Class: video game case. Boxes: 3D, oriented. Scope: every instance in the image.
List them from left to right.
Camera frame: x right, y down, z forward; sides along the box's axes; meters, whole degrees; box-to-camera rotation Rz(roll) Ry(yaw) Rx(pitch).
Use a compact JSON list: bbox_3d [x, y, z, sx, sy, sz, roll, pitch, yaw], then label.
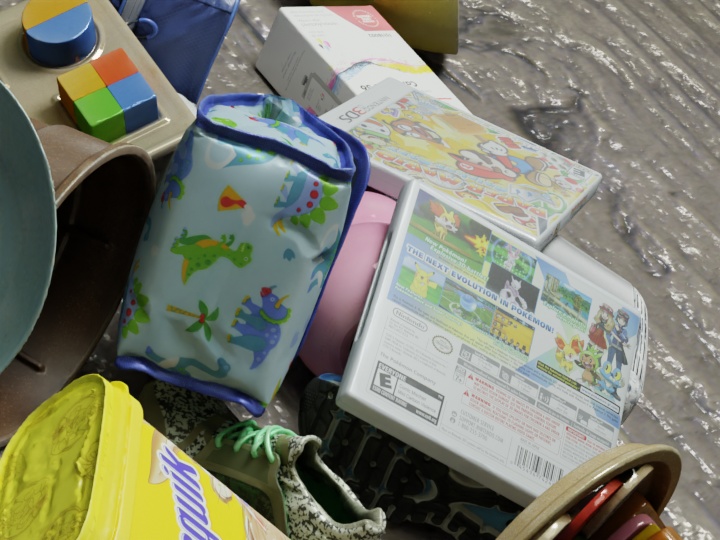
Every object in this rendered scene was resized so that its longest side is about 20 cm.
[{"bbox_3d":[0.072,-0.084,1.283,0.199,0.023,0.182,27,27,13],"label":"video game case"},{"bbox_3d":[0.092,0.057,1.113,0.199,0.022,0.183,29,53,-15],"label":"video game case"}]

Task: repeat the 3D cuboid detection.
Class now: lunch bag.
[{"bbox_3d":[-0.173,-0.232,1.359,0.131,0.136,0.201,20,37,-13],"label":"lunch bag"},{"bbox_3d":[-0.076,-0.021,1.078,0.127,0.171,0.200,20,11,-8],"label":"lunch bag"}]

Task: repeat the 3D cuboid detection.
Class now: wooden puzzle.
[{"bbox_3d":[-0.236,-0.129,1.193,0.184,0.046,0.200,-28,58,-18],"label":"wooden puzzle"}]

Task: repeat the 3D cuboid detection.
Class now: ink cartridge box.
[{"bbox_3d":[0.014,-0.144,1.444,0.116,0.068,0.200,-10,51,-43],"label":"ink cartridge box"}]

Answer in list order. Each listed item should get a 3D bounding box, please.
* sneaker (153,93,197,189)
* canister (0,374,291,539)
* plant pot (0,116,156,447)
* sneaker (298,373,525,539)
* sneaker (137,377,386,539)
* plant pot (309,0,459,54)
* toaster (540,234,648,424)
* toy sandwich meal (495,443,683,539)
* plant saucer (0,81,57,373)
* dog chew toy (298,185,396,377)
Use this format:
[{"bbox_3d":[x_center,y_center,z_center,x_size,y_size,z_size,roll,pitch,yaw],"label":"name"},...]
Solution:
[{"bbox_3d":[-0.130,-0.068,1.244,0.080,0.077,0.201,18,36,-33],"label":"sneaker"},{"bbox_3d":[-0.098,0.169,0.883,0.200,0.086,0.149,44,24,-29],"label":"canister"},{"bbox_3d":[-0.258,-0.027,1.000,0.197,0.201,0.200,27,33,10],"label":"plant pot"},{"bbox_3d":[0.044,0.127,1.130,0.199,0.079,0.090,31,23,-14],"label":"sneaker"},{"bbox_3d":[-0.054,0.120,1.037,0.200,0.089,0.077,40,36,15],"label":"sneaker"},{"bbox_3d":[0.021,-0.303,1.574,0.141,0.201,0.201,-2,37,2],"label":"plant pot"},{"bbox_3d":[0.138,0.055,1.241,0.128,0.114,0.200,28,31,-6],"label":"toaster"},{"bbox_3d":[0.140,0.191,1.012,0.204,0.206,0.070,-13,49,-45],"label":"toy sandwich meal"},{"bbox_3d":[-0.240,-0.021,0.882,0.201,0.201,0.039,41,12,17],"label":"plant saucer"},{"bbox_3d":[0.000,0.000,1.211,0.124,0.125,0.201,15,29,-21],"label":"dog chew toy"}]
